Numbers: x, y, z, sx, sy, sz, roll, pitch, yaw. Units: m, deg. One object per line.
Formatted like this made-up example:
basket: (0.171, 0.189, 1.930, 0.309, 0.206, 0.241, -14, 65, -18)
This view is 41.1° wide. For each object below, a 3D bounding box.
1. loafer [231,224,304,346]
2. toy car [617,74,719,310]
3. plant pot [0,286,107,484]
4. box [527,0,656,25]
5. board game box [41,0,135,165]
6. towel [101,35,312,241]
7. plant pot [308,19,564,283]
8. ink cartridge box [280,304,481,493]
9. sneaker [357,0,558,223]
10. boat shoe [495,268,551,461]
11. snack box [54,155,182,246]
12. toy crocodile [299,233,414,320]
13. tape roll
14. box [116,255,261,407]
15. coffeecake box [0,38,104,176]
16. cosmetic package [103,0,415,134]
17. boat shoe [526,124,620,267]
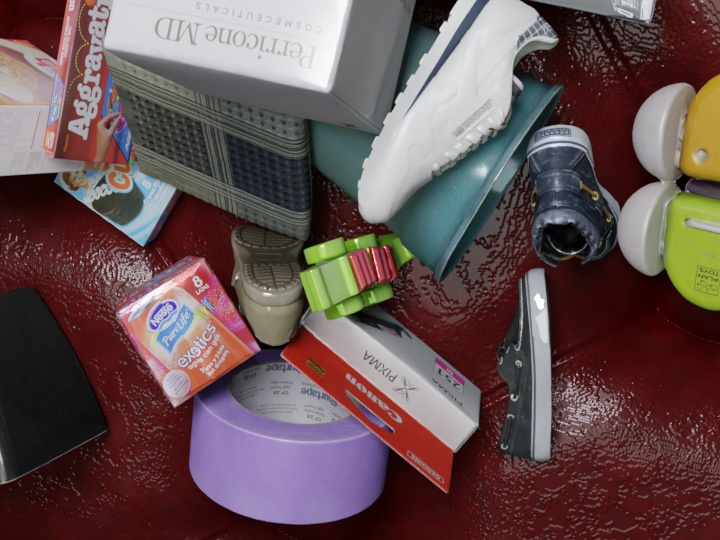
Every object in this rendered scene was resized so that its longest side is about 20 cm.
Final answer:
loafer: (-0.088, 0.009, 0.904, 0.074, 0.200, 0.070, 5, 109, -6)
toy car: (0.329, -0.069, 0.831, 0.173, 0.149, 0.204, 16, 107, 37)
plant pot: (-0.416, 0.123, 1.016, 0.196, 0.199, 0.181, -13, 92, 14)
box: (0.143, -0.252, 0.804, 0.196, 0.158, 0.051, 13, 108, 6)
board game box: (-0.230, -0.200, 0.879, 0.019, 0.102, 0.204, 18, 101, 29)
towel: (-0.130, -0.121, 0.861, 0.197, 0.035, 0.194, 23, 151, 12)
plant pot: (0.045, -0.127, 0.851, 0.194, 0.200, 0.202, 33, 110, 7)
ink cartridge box: (0.027, 0.099, 0.920, 0.199, 0.174, 0.044, 40, 105, -2)
sneaker: (0.068, -0.116, 0.721, 0.080, 0.076, 0.202, 32, 94, 1)
boat shoe: (0.161, 0.097, 0.951, 0.055, 0.069, 0.204, 0, 108, 11)
snack box: (-0.214, -0.140, 0.970, 0.115, 0.037, 0.201, 34, 109, 0)
toy crocodile: (0.000, 0.000, 0.888, 0.061, 0.199, 0.069, -17, 90, 23)
tape roll: (-0.067, 0.156, 0.943, 0.196, 0.200, 0.087, 11, 109, 8)
box: (-0.171, 0.051, 0.925, 0.095, 0.200, 0.101, -33, 99, -11)
coffeecake box: (-0.349, -0.154, 0.885, 0.152, 0.199, 0.074, 33, 113, 22)
cosmetic package: (-0.052, -0.221, 0.674, 0.164, 0.166, 0.204, 13, 92, 13)
boat shoe: (0.184, -0.035, 0.839, 0.070, 0.200, 0.093, -5, 63, 24)
